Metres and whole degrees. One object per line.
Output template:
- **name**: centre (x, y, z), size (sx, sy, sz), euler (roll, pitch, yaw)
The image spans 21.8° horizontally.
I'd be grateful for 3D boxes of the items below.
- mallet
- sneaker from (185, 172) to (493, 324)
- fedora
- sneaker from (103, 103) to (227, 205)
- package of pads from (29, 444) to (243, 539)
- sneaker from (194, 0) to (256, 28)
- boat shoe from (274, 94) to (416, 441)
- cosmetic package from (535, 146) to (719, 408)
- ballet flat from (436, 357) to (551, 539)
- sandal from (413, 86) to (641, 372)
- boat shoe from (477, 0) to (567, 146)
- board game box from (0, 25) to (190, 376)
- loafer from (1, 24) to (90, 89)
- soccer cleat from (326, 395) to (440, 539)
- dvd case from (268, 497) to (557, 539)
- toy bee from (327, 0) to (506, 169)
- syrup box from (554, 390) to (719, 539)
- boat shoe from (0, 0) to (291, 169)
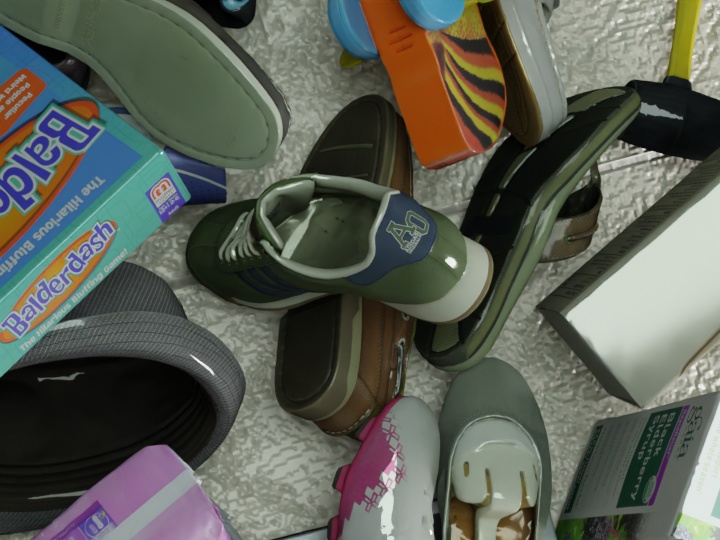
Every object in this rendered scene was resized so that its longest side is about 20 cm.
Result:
- **mallet**: centre (0.209, -0.160, 1.141), size (0.066, 0.041, 0.200), euler (21, 73, -8)
- **sneaker**: centre (-0.032, -0.022, 0.984), size (0.090, 0.200, 0.067), euler (37, 67, -46)
- **fedora**: centre (-0.165, 0.056, 0.988), size (0.200, 0.177, 0.090), euler (-17, 53, -1)
- **sneaker**: centre (-0.174, -0.033, 1.032), size (0.199, 0.081, 0.115), euler (6, 83, -2)
- **package of pads**: centre (-0.149, 0.183, 0.959), size (0.200, 0.121, 0.076), euler (-40, 68, -8)
- **sneaker**: centre (-0.069, -0.179, 1.068), size (0.200, 0.078, 0.090), euler (-25, 75, -4)
- **boat shoe**: centre (0.000, 0.000, 1.063), size (0.068, 0.072, 0.200), euler (30, 62, -38)
- **cosmetic package**: centre (0.202, -0.016, 1.057), size (0.200, 0.104, 0.073), euler (-41, 93, 0)
- **ballet flat**: centre (0.074, 0.144, 1.021), size (0.067, 0.064, 0.200), euler (7, 79, -9)
- **sandal**: centre (0.100, -0.023, 1.084), size (0.057, 0.080, 0.201), euler (39, 77, -29)
- **boat shoe**: centre (0.090, -0.171, 1.095), size (0.069, 0.071, 0.200), euler (-13, 74, -19)
- **board game box**: centre (-0.205, -0.045, 0.928), size (0.152, 0.045, 0.200), euler (-45, 57, -14)
- **loafer**: centre (-0.242, -0.153, 1.042), size (0.200, 0.063, 0.072), euler (25, 77, -5)
- **soccer cleat**: centre (0.019, 0.169, 0.993), size (0.086, 0.070, 0.200), euler (16, 83, 30)
- **dvd case**: centre (0.024, 0.210, 1.046), size (0.200, 0.025, 0.151), euler (-13, 83, -11)
- **toy bee**: centre (0.038, -0.164, 1.030), size (0.109, 0.131, 0.200), euler (-37, 125, -47)
- **syrup box**: centre (0.177, 0.121, 0.998), size (0.081, 0.200, 0.079), euler (23, 78, -6)
- **boat shoe**: centre (-0.112, -0.126, 0.992), size (0.201, 0.072, 0.061), euler (35, 33, 13)
